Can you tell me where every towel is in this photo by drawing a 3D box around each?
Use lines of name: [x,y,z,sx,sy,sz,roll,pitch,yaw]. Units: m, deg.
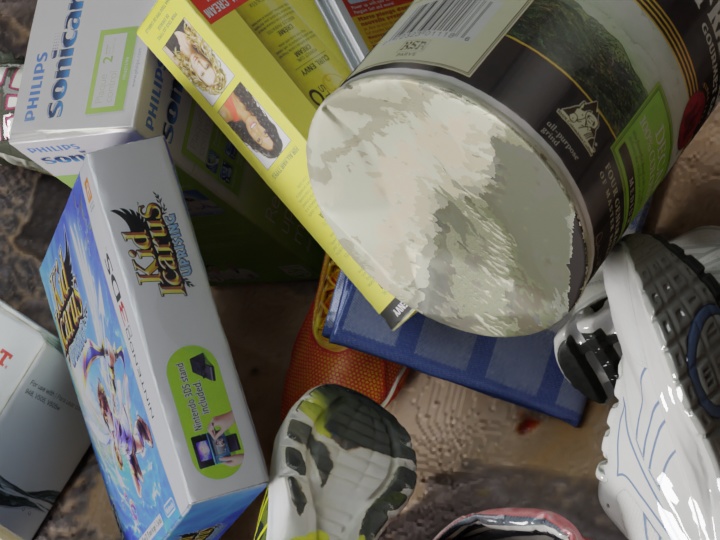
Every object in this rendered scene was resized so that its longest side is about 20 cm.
towel: [0.074,-0.034,1.382,0.146,0.024,0.201,18,76,-1]

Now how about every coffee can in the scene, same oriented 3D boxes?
coffee can: [0.086,-0.088,1.248,0.146,0.147,0.200,8,43,35]

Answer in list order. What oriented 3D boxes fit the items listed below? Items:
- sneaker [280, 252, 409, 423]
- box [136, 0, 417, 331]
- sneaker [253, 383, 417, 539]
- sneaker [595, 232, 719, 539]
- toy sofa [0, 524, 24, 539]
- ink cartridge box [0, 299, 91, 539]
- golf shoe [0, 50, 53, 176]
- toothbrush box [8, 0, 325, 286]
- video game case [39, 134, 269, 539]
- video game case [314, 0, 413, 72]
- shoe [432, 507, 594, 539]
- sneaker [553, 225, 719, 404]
sneaker: [0.000,0.000,1.421,0.073,0.077,0.201,14,77,36]
box: [-0.017,-0.071,1.330,0.200,0.075,0.050,50,141,6]
sneaker: [-0.030,0.139,1.303,0.085,0.074,0.201,-51,15,41]
sneaker: [0.143,0.082,1.249,0.087,0.074,0.201,-14,94,37]
toy sofa: [-0.186,0.190,1.405,0.199,0.098,0.083,30,65,9]
ink cartridge box: [-0.248,0.106,1.523,0.146,0.083,0.201,31,87,39]
golf shoe: [-0.193,-0.087,1.589,0.199,0.077,0.089,-22,65,23]
toothbrush box: [-0.089,-0.096,1.445,0.086,0.200,0.146,-4,65,31]
video game case: [-0.110,0.050,1.370,0.045,0.200,0.182,-13,77,-17]
video game case: [0.047,-0.131,1.355,0.201,0.142,0.017,63,145,15]
shoe: [0.036,0.162,1.309,0.199,0.091,0.072,-15,60,26]
sneaker: [0.193,0.009,1.300,0.199,0.075,0.081,-6,41,23]
